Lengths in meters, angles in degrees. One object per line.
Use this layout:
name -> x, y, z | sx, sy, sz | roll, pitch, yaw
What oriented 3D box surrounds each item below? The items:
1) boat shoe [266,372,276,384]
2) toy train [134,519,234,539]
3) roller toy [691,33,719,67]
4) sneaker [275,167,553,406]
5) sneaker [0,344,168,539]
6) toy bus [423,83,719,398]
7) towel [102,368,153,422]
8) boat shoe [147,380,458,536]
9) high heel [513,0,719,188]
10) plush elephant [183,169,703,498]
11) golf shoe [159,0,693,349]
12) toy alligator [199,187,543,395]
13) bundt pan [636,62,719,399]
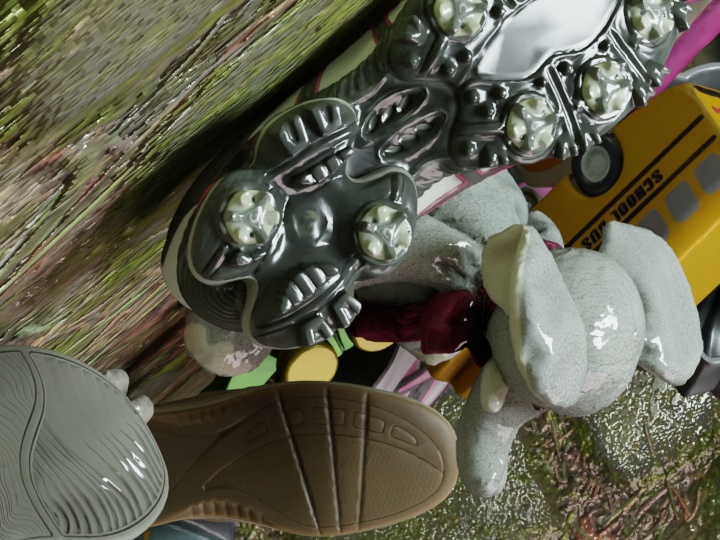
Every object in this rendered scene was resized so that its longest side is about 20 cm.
boat shoe -> -0.033, 0.053, 1.321 | 0.070, 0.070, 0.200 | -44, 175, 9
toy train -> -0.117, 0.170, 1.143 | 0.114, 0.201, 0.085 | -23, 142, 30
roller toy -> 0.299, -0.142, 1.394 | 0.199, 0.183, 0.140 | -27, 171, -27
sneaker -> 0.040, 0.014, 1.222 | 0.200, 0.080, 0.086 | -45, 144, -3
sneaker -> -0.149, 0.086, 0.728 | 0.106, 0.075, 0.200 | -36, 169, 29
toy bus -> 0.116, -0.003, 1.105 | 0.065, 0.079, 0.200 | 8, 134, -48
towel -> -0.179, 0.113, 0.953 | 0.200, 0.035, 0.133 | -34, 171, -48
boat shoe -> -0.054, 0.087, 1.094 | 0.199, 0.073, 0.065 | -5, -174, 0
high heel -> 0.139, -0.113, 1.119 | 0.096, 0.067, 0.200 | -24, 154, -34
plush elephant -> 0.057, 0.018, 1.001 | 0.164, 0.155, 0.200 | 5, 133, -48
golf shoe -> 0.016, -0.054, 0.746 | 0.200, 0.077, 0.088 | -36, -165, -18
toy alligator -> 0.000, 0.000, 1.146 | 0.199, 0.059, 0.054 | -33, 133, -5
bundt pan -> 0.202, -0.011, 1.263 | 0.202, 0.202, 0.076 | -37, 160, -28
